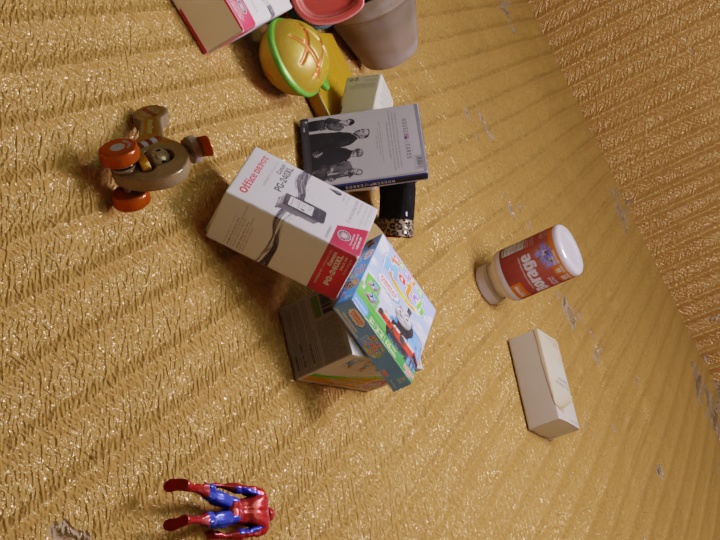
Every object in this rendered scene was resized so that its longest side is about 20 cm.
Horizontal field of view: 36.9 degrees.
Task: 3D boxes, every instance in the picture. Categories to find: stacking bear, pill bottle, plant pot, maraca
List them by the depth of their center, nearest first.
[{"bbox_3d":[-0.101,-0.352,1.787,0.200,0.107,0.137,-25,98,-68],"label":"maraca"},{"bbox_3d":[-0.078,-0.476,1.888,0.121,0.114,0.200,53,-2,-12],"label":"stacking bear"},{"bbox_3d":[0.030,-0.492,2.086,0.200,0.200,0.174,-85,158,-45],"label":"plant pot"},{"bbox_3d":[0.339,-0.006,2.188,0.112,0.200,0.112,42,34,-37],"label":"pill bottle"}]

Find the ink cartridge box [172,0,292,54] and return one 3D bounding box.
[{"bbox_3d":[-0.208,-0.438,1.687,0.145,0.084,0.200,59,28,-12],"label":"ink cartridge box"}]

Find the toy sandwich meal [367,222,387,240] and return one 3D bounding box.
[{"bbox_3d":[0.000,0.000,1.721,0.205,0.070,0.205,49,28,-37],"label":"toy sandwich meal"}]

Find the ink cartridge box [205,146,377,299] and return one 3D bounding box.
[{"bbox_3d":[-0.093,-0.067,1.481,0.200,0.083,0.145,27,33,-4],"label":"ink cartridge box"}]

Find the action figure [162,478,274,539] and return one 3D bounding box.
[{"bbox_3d":[-0.153,0.271,1.223,0.200,0.052,0.065,28,49,-57],"label":"action figure"}]

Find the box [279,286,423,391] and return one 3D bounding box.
[{"bbox_3d":[-0.010,0.102,1.568,0.200,0.101,0.113,17,52,-56],"label":"box"}]

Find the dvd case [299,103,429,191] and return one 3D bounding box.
[{"bbox_3d":[0.004,-0.198,1.758,0.025,0.200,0.150,79,4,-56],"label":"dvd case"}]

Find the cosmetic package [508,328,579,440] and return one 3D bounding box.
[{"bbox_3d":[0.371,0.231,2.189,0.104,0.073,0.200,29,42,-50],"label":"cosmetic package"}]

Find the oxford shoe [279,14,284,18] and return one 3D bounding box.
[{"bbox_3d":[-0.162,-0.521,1.861,0.071,0.071,0.200,5,65,-62],"label":"oxford shoe"}]

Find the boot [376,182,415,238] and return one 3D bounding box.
[{"bbox_3d":[0.057,-0.134,1.908,0.200,0.073,0.151,-171,-95,-74],"label":"boot"}]

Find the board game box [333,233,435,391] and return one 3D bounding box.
[{"bbox_3d":[0.039,0.056,1.542,0.151,0.037,0.200,55,26,-17],"label":"board game box"}]

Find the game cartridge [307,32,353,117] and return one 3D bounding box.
[{"bbox_3d":[-0.057,-0.334,1.942,0.200,0.032,0.176,64,26,3],"label":"game cartridge"}]

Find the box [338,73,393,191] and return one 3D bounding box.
[{"bbox_3d":[0.001,-0.237,1.853,0.082,0.068,0.200,62,33,-49],"label":"box"}]

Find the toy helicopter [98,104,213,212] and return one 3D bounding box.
[{"bbox_3d":[-0.250,-0.158,1.343,0.200,0.132,0.079,-107,-173,-54],"label":"toy helicopter"}]
